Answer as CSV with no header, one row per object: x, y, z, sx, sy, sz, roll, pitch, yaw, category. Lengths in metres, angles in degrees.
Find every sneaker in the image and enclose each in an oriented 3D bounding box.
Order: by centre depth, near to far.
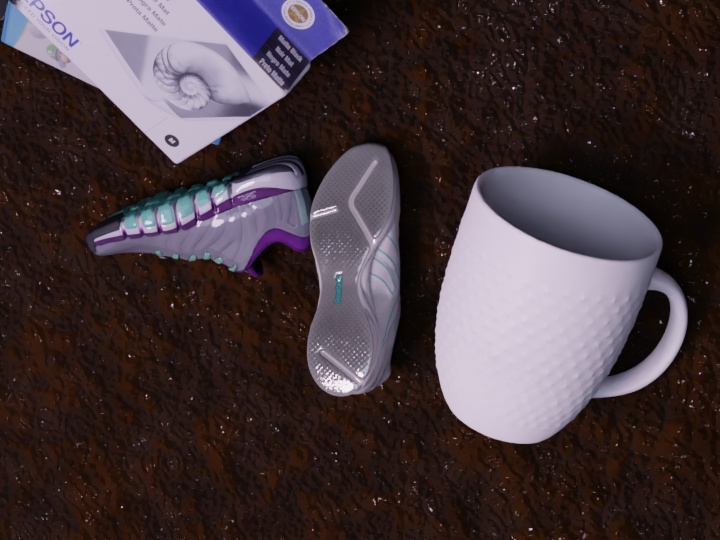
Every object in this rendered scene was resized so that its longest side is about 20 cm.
0.000,0.000,1.348,0.070,0.080,0.203,5,85,23,sneaker
-0.128,-0.025,1.376,0.198,0.074,0.088,-16,103,19,sneaker

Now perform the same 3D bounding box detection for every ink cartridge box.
-0.141,-0.193,1.269,0.200,0.041,0.199,44,134,-19,ink cartridge box

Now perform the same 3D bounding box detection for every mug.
0.154,0.037,1.278,0.198,0.148,0.177,9,117,-17,mug

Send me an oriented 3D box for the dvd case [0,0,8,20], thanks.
-0.300,-0.301,1.320,0.200,0.025,0.152,43,119,48,dvd case

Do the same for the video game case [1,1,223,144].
-0.183,-0.193,1.331,0.198,0.018,0.144,26,137,1,video game case
